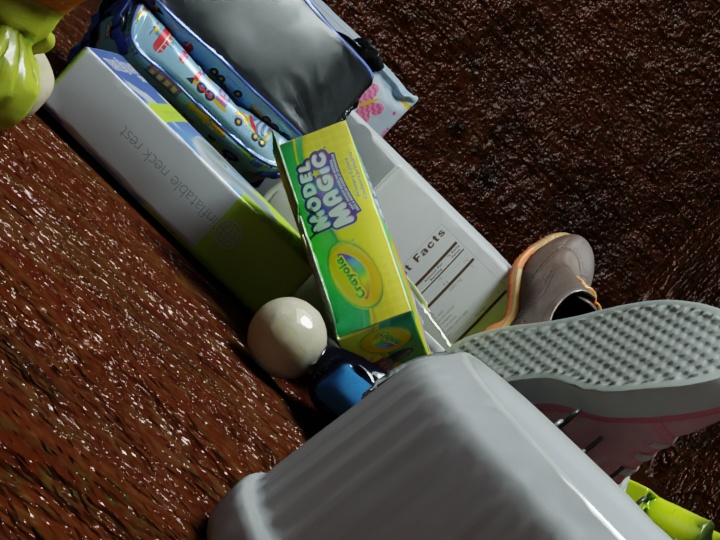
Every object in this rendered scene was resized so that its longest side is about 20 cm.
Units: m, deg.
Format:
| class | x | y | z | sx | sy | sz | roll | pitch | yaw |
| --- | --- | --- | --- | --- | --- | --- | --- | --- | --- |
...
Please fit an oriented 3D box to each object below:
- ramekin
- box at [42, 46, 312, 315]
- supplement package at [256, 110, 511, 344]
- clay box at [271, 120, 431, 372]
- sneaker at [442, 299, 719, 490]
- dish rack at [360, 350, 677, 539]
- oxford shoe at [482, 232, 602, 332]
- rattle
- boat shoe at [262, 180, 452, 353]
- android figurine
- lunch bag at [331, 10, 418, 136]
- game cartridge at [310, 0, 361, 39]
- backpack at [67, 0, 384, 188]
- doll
| class | x | y | z | sx | sy | sz | roll | pitch | yaw |
| --- | --- | --- | --- | --- | --- | --- | --- | --- | --- |
| ramekin | 0.056 | 0.113 | 0.515 | 0.202 | 0.094 | 0.202 | 44 | 4 | -4 |
| box | -0.109 | -0.059 | 0.975 | 0.200 | 0.048 | 0.122 | 45 | 4 | -3 |
| supplement package | 0.024 | -0.004 | 1.218 | 0.200 | 0.120 | 0.121 | 42 | 6 | -35 |
| clay box | 0.000 | 0.000 | 0.936 | 0.200 | 0.047 | 0.116 | 68 | 2 | -71 |
| sneaker | 0.126 | 0.079 | 0.827 | 0.199 | 0.075 | 0.105 | -9 | -63 | 47 |
| dish rack | 0.086 | 0.114 | 0.721 | 0.201 | 0.054 | 0.153 | 53 | 23 | 10 |
| oxford shoe | 0.140 | 0.031 | 1.154 | 0.072 | 0.072 | 0.200 | 58 | 34 | -19 |
| rattle | -0.178 | -0.166 | 0.780 | 0.129 | 0.144 | 0.200 | 21 | 20 | -24 |
| boat shoe | 0.003 | 0.027 | 1.074 | 0.202 | 0.072 | 0.060 | 52 | 5 | 21 |
| android figurine | 0.141 | 0.145 | 1.090 | 0.198 | 0.041 | 0.182 | 22 | -8 | 28 |
| lunch bag | -0.073 | -0.156 | 1.470 | 0.127 | 0.170 | 0.200 | 37 | 10 | -36 |
| game cartridge | -0.070 | -0.132 | 1.268 | 0.133 | 0.201 | 0.041 | 43 | 46 | 22 |
| backpack | -0.113 | -0.140 | 1.155 | 0.182 | 0.135 | 0.199 | 43 | -24 | -21 |
| doll | 0.024 | 0.086 | 0.805 | 0.200 | 0.048 | 0.136 | 45 | 3 | 6 |
